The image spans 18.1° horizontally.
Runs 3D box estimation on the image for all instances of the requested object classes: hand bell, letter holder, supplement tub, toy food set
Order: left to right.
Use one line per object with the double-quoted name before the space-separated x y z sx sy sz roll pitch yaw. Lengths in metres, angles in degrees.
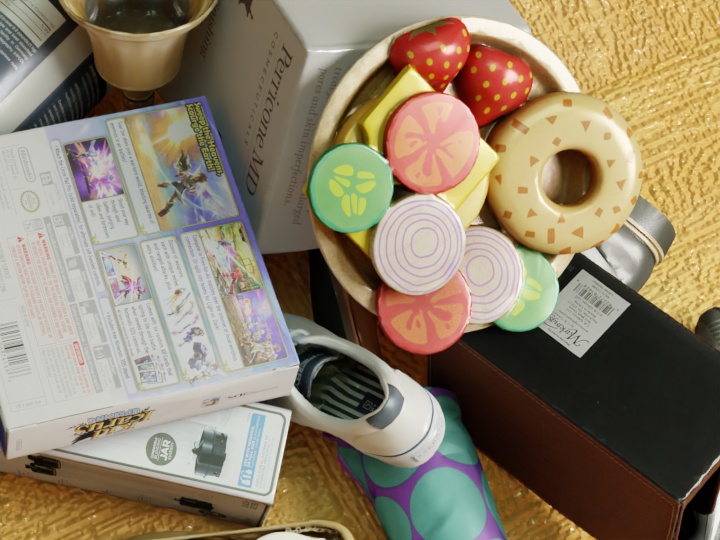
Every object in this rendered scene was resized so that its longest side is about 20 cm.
"supplement tub" -0.247 -0.136 1.491 0.140 0.141 0.200 38 66 9
"hand bell" -0.144 -0.109 1.467 0.103 0.201 0.105 2 45 -2
"toy food set" 0.061 -0.052 1.357 0.200 0.049 0.198 42 84 -23
"letter holder" 0.148 0.086 1.443 0.200 0.142 0.101 37 67 20

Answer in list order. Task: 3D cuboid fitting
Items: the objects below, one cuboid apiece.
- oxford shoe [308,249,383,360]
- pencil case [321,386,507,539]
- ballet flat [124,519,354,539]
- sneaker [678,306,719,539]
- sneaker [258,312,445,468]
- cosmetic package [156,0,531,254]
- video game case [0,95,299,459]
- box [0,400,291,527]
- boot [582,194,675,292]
"oxford shoe" 0.000 0.000 1.510 0.071 0.071 0.201 -3 65 -16
"pencil case" 0.049 0.178 1.427 0.092 0.085 0.201 -23 68 12
"ballet flat" -0.096 0.186 1.413 0.198 0.063 0.069 -9 68 -13
"sneaker" 0.227 0.117 1.493 0.090 0.067 0.201 2 68 -11
"sneaker" -0.035 0.060 1.418 0.199 0.071 0.073 18 70 37
"cosmetic package" -0.020 -0.142 1.469 0.164 0.166 0.200 -8 44 -27
"video game case" -0.153 0.001 1.371 0.180 0.046 0.201 -12 63 -16
"box" -0.149 0.105 1.409 0.198 0.117 0.061 12 75 -2
"boot" 0.100 -0.024 1.536 0.199 0.078 0.139 31 70 7
